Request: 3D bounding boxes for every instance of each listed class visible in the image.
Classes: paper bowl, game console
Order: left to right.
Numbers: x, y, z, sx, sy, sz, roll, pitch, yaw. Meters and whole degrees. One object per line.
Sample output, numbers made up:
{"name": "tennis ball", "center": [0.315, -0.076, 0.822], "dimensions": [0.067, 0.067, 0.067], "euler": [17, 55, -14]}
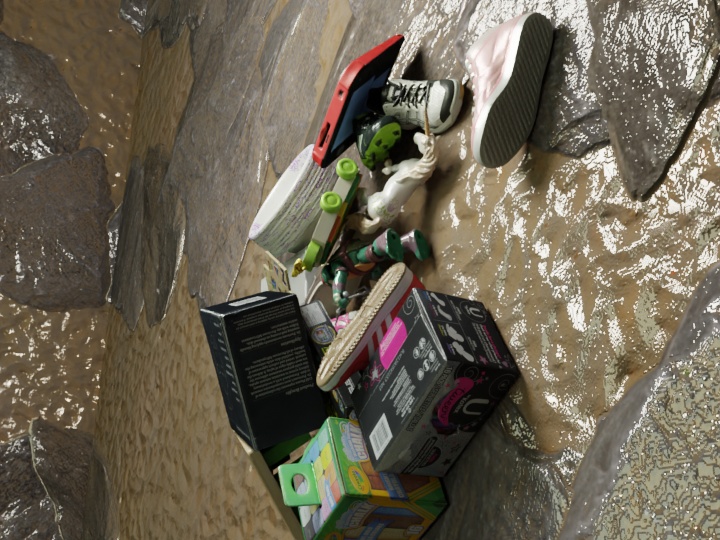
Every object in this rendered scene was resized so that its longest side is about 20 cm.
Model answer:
{"name": "paper bowl", "center": [-0.103, -0.111, 1.550], "dimensions": [0.201, 0.104, 0.201], "euler": [-49, 16, 19]}
{"name": "game console", "center": [-0.002, -0.270, 1.413], "dimensions": [0.177, 0.031, 0.202], "euler": [-42, -16, -46]}

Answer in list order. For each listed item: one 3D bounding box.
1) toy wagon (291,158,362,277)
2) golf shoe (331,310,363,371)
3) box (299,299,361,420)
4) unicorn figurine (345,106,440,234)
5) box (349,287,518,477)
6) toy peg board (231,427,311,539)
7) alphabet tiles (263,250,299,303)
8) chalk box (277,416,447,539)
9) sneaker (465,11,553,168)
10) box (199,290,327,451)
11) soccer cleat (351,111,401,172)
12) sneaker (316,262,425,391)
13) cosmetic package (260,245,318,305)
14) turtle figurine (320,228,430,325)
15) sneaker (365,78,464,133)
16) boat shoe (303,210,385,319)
{"name": "toy wagon", "center": [-0.050, -0.066, 1.326], "dimensions": [0.156, 0.039, 0.202], "euler": [111, -179, -55]}
{"name": "golf shoe", "center": [0.001, 0.098, 1.366], "dimensions": [0.092, 0.073, 0.199], "euler": [-47, 19, -11]}
{"name": "box", "center": [-0.042, 0.171, 1.320], "dimensions": [0.162, 0.043, 0.201], "euler": [92, 155, -46]}
{"name": "unicorn figurine", "center": [0.058, -0.133, 1.301], "dimensions": [0.203, 0.073, 0.137], "euler": [-65, 20, 1]}
{"name": "box", "center": [0.089, 0.146, 1.110], "dimensions": [0.202, 0.113, 0.133], "euler": [-62, 33, 31]}
{"name": "toy peg board", "center": [-0.104, 0.324, 1.382], "dimensions": [0.203, 0.097, 0.199], "euler": [63, 167, -8]}
{"name": "alphabet tiles", "center": [-0.113, 0.077, 1.367], "dimensions": [0.166, 0.006, 0.204], "euler": [-143, 40, -61]}
{"name": "chalk box", "center": [-0.010, 0.282, 1.151], "dimensions": [0.125, 0.197, 0.126], "euler": [-58, 34, 33]}
{"name": "sneaker", "center": [0.174, -0.229, 1.132], "dimensions": [0.104, 0.074, 0.204], "euler": [15, 85, 58]}
{"name": "box", "center": [-0.149, 0.142, 1.322], "dimensions": [0.200, 0.122, 0.201], "euler": [-179, 75, -71]}
{"name": "soccer cleat", "center": [0.018, -0.212, 1.361], "dimensions": [0.082, 0.067, 0.200], "euler": [61, 173, 3]}
{"name": "sneaker", "center": [0.033, 0.102, 1.196], "dimensions": [0.201, 0.112, 0.071], "euler": [-52, 24, -8]}
{"name": "cosmetic package", "center": [-0.105, 0.042, 1.562], "dimensions": [0.199, 0.089, 0.109], "euler": [-27, 57, 54]}
{"name": "turtle figurine", "center": [0.000, 0.000, 1.300], "dimensions": [0.199, 0.149, 0.102], "euler": [-30, 91, 38]}
{"name": "sneaker", "center": [0.076, -0.251, 1.321], "dimensions": [0.199, 0.086, 0.077], "euler": [3, 80, 61]}
{"name": "boat shoe", "center": [-0.034, -0.004, 1.430], "dimensions": [0.202, 0.071, 0.060], "euler": [-57, 39, 13]}
